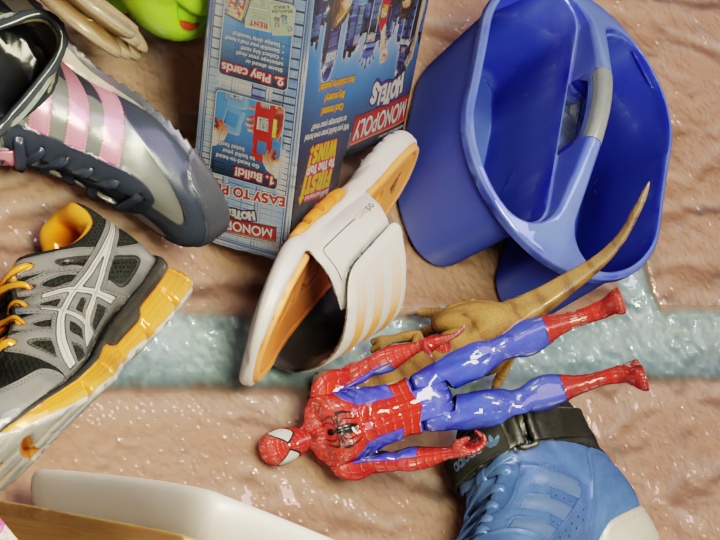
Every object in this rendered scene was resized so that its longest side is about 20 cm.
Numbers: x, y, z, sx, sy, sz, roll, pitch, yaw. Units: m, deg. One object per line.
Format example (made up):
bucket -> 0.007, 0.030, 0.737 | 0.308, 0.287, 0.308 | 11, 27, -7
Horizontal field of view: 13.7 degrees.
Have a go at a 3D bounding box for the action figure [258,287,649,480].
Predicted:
action figure -> 0.044, 0.063, 1.517 | 0.052, 0.199, 0.066 | -99, 171, -84

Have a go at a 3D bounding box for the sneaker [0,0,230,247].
sneaker -> -0.157, -0.067, 1.492 | 0.200, 0.070, 0.082 | 41, 60, -7

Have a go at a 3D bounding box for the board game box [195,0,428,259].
board game box -> -0.027, -0.114, 1.575 | 0.061, 0.201, 0.200 | 17, 14, 18

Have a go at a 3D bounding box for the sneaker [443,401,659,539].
sneaker -> 0.066, 0.128, 1.545 | 0.199, 0.077, 0.112 | -22, 79, -45

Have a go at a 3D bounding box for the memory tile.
memory tile -> -0.188, -0.169, 1.466 | 0.200, 0.017, 0.153 | 38, 3, 0

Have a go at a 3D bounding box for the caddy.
caddy -> 0.105, -0.071, 1.685 | 0.141, 0.105, 0.201 | 32, 47, -23

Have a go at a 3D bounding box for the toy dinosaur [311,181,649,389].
toy dinosaur -> 0.072, 0.031, 1.577 | 0.199, 0.106, 0.061 | -30, 89, -7

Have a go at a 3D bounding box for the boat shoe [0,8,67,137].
boat shoe -> -0.218, -0.059, 1.393 | 0.200, 0.062, 0.075 | -33, 92, -27

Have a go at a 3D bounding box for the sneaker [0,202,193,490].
sneaker -> -0.152, 0.035, 1.415 | 0.077, 0.078, 0.200 | 46, 29, -5

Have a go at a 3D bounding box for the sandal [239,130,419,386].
sandal -> 0.002, -0.007, 1.565 | 0.059, 0.079, 0.207 | 27, 41, 10

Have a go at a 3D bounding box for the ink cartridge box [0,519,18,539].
ink cartridge box -> -0.216, 0.158, 1.241 | 0.200, 0.125, 0.129 | 51, 43, -4

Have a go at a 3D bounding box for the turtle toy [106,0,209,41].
turtle toy -> -0.118, -0.206, 1.579 | 0.145, 0.101, 0.201 | 5, 61, -39

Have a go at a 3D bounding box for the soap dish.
soap dish -> -0.066, 0.152, 1.338 | 0.157, 0.200, 0.082 | 25, 78, -29
